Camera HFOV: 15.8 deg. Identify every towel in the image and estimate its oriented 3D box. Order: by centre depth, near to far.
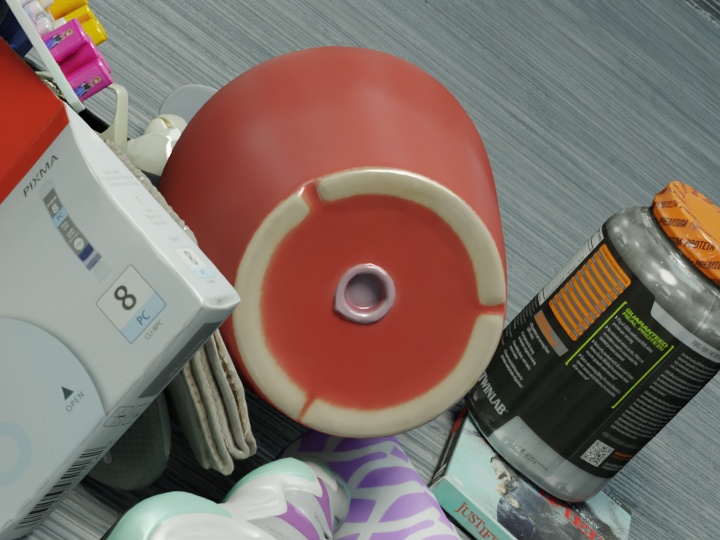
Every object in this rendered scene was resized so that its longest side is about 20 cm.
[{"bbox_3d":[-0.100,0.015,1.327,0.200,0.034,0.133,-133,-154,-64],"label":"towel"}]

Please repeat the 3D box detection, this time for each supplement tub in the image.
[{"bbox_3d":[0.171,0.045,1.706,0.122,0.200,0.123,38,19,-16],"label":"supplement tub"}]

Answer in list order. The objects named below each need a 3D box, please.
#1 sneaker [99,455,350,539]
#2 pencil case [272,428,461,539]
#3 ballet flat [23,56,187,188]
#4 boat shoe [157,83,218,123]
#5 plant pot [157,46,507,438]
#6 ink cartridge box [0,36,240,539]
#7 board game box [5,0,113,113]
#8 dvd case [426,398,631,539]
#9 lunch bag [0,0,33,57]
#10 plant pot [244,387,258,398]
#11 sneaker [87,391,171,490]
[{"bbox_3d":[-0.038,0.172,1.278,0.140,0.078,0.200,51,29,16],"label":"sneaker"},{"bbox_3d":[0.022,0.168,1.396,0.200,0.083,0.086,56,-19,32],"label":"pencil case"},{"bbox_3d":[-0.139,-0.068,1.494,0.199,0.073,0.073,29,13,20],"label":"ballet flat"},{"bbox_3d":[-0.055,-0.049,1.731,0.200,0.070,0.066,38,2,-7],"label":"boat shoe"},{"bbox_3d":[-0.008,-0.006,1.373,0.200,0.201,0.177,38,7,-16],"label":"plant pot"},{"bbox_3d":[-0.176,0.000,1.218,0.200,0.160,0.047,47,18,12],"label":"ink cartridge box"},{"bbox_3d":[-0.184,-0.183,1.297,0.201,0.026,0.200,60,0,-13],"label":"board game box"},{"bbox_3d":[0.114,0.153,1.702,0.146,0.022,0.200,42,17,-3],"label":"dvd case"},{"bbox_3d":[-0.266,-0.172,1.444,0.200,0.136,0.132,49,20,11],"label":"lunch bag"},{"bbox_3d":[0.000,0.000,1.597,0.187,0.187,0.200,47,4,11],"label":"plant pot"},{"bbox_3d":[-0.146,0.031,1.356,0.201,0.070,0.080,56,12,27],"label":"sneaker"}]
